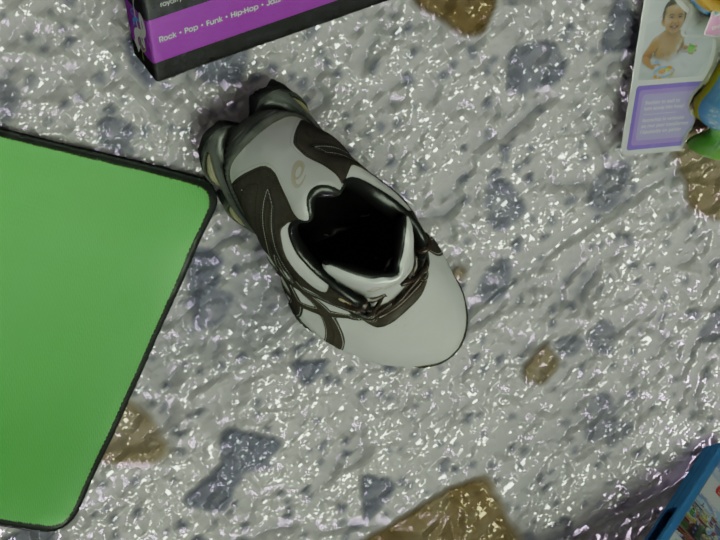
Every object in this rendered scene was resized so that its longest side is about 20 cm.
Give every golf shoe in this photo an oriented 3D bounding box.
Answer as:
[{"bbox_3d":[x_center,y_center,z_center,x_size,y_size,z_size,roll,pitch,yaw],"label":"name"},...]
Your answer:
[{"bbox_3d":[0.000,0.000,1.421,0.078,0.094,0.200,-46,133,0],"label":"golf shoe"}]

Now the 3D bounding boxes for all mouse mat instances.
[{"bbox_3d":[-0.168,0.029,1.404,0.161,0.008,0.200,13,110,-34],"label":"mouse mat"}]

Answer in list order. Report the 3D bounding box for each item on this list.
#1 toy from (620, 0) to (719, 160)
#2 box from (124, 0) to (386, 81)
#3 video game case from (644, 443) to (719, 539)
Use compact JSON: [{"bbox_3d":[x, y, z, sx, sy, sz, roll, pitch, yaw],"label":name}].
[{"bbox_3d":[0.199,-0.145,1.473,0.115,0.047,0.201,-6,121,-28],"label":"toy"},{"bbox_3d":[-0.046,-0.196,1.317,0.143,0.036,0.201,-20,127,-18],"label":"box"},{"bbox_3d":[0.185,0.211,1.603,0.143,0.018,0.200,51,53,-17],"label":"video game case"}]
